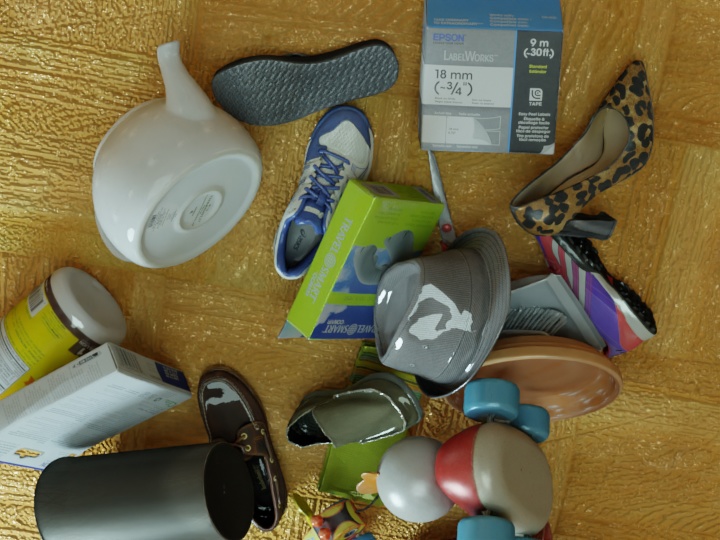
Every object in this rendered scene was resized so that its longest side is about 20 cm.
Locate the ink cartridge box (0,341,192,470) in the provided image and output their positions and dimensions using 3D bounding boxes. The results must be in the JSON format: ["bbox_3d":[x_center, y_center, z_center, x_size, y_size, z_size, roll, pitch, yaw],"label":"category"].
[{"bbox_3d":[-0.314,0.155,1.682,0.200,0.200,0.041,-29,71,9],"label":"ink cartridge box"}]

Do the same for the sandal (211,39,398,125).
[{"bbox_3d":[-0.059,-0.202,1.619,0.199,0.043,0.076,-8,118,-5],"label":"sandal"}]

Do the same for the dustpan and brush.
[{"bbox_3d":[0.154,0.071,1.691,0.200,0.057,0.140,-5,138,37],"label":"dustpan and brush"}]

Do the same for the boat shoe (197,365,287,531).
[{"bbox_3d":[-0.134,0.208,1.755,0.070,0.070,0.200,-21,107,10],"label":"boat shoe"}]

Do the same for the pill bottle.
[{"bbox_3d":[-0.366,0.095,1.697,0.200,0.109,0.109,-40,105,15],"label":"pill bottle"}]

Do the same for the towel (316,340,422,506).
[{"bbox_3d":[0.015,0.182,1.768,0.086,0.018,0.201,16,110,-3],"label":"towel"}]

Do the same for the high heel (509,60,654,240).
[{"bbox_3d":[0.231,-0.128,1.581,0.142,0.071,0.201,5,104,-37],"label":"high heel"}]

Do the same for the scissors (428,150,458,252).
[{"bbox_3d":[0.093,-0.034,1.686,0.073,0.014,0.200,-25,110,13],"label":"scissors"}]

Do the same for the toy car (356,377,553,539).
[{"bbox_3d":[0.096,0.233,1.671,0.199,0.185,0.177,-8,155,27],"label":"toy car"}]

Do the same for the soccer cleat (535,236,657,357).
[{"bbox_3d":[0.243,0.015,1.676,0.073,0.068,0.200,-38,107,22],"label":"soccer cleat"}]

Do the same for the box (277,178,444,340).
[{"bbox_3d":[0.000,0.000,1.651,0.048,0.122,0.200,40,114,35],"label":"box"}]

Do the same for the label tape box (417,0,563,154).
[{"bbox_3d":[0.136,-0.227,1.587,0.144,0.063,0.201,2,111,0],"label":"label tape box"}]

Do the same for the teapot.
[{"bbox_3d":[-0.212,-0.108,1.601,0.200,0.197,0.146,-42,67,-5],"label":"teapot"}]

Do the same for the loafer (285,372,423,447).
[{"bbox_3d":[-0.010,0.168,1.684,0.200,0.070,0.075,-20,107,48],"label":"loafer"}]

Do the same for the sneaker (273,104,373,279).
[{"bbox_3d":[-0.038,-0.079,1.635,0.075,0.088,0.200,19,109,-4],"label":"sneaker"}]

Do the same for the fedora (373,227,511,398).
[{"bbox_3d":[0.072,0.041,1.609,0.090,0.177,0.200,11,146,-21],"label":"fedora"}]

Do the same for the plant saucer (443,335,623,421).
[{"bbox_3d":[0.189,0.119,1.678,0.199,0.038,0.200,0,153,0],"label":"plant saucer"}]

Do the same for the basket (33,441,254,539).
[{"bbox_3d":[-0.232,0.264,1.706,0.199,0.136,0.180,-12,153,22],"label":"basket"}]

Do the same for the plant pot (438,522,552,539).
[{"bbox_3d":[0.124,0.392,1.762,0.195,0.201,0.201,-2,111,11],"label":"plant pot"}]

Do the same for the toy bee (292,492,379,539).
[{"bbox_3d":[-0.035,0.297,1.754,0.131,0.109,0.200,34,112,32],"label":"toy bee"}]
